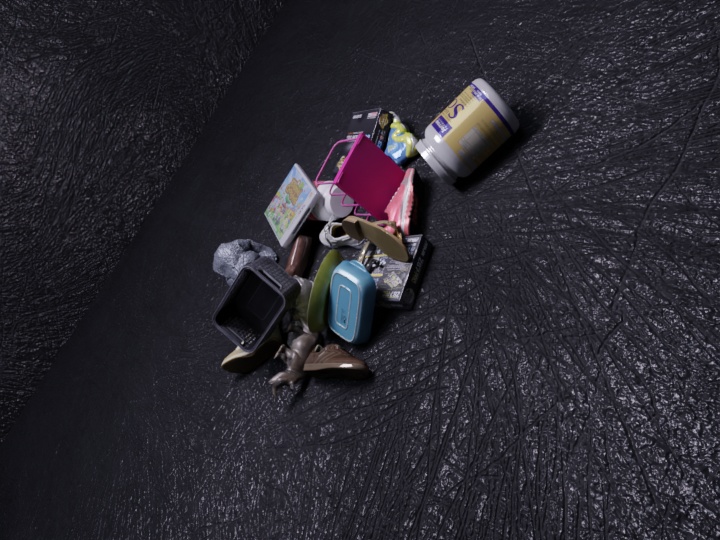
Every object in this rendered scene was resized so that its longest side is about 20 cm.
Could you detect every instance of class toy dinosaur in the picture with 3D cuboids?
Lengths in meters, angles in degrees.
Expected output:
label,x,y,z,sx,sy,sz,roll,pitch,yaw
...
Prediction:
label,x,y,z,sx,sy,sz,roll,pitch,yaw
toy dinosaur,0.000,0.000,1.215,0.202,0.047,0.088,-60,28,-10

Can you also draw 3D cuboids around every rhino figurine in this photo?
label,x,y,z,sx,sy,sz,roll,pitch,yaw
rhino figurine,-0.157,0.209,1.259,0.202,0.086,0.060,-67,9,-26

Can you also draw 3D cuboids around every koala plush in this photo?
label,x,y,z,sx,sy,sz,roll,pitch,yaw
koala plush,-0.332,0.018,1.577,0.178,0.183,0.200,-49,47,8

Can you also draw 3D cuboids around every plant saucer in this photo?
label,x,y,z,sx,sy,sz,roll,pitch,yaw
plant saucer,-0.071,0.053,1.245,0.031,0.201,0.203,15,69,13

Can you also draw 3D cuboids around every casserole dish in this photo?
label,x,y,z,sx,sy,sz,roll,pitch,yaw
casserole dish,-0.026,0.075,1.167,0.120,0.038,0.203,30,125,36

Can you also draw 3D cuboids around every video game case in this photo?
label,x,y,z,sx,sy,sz,roll,pitch,yaw
video game case,-0.198,-0.187,1.515,0.183,0.022,0.201,-54,38,16

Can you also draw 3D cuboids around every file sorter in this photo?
label,x,y,z,sx,sy,sz,roll,pitch,yaw
file sorter,0.008,-0.218,1.331,0.125,0.199,0.141,11,69,55

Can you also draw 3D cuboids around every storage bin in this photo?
label,x,y,z,sx,sy,sz,roll,pitch,yaw
storage bin,-0.255,0.083,1.306,0.201,0.135,0.094,-53,-4,25

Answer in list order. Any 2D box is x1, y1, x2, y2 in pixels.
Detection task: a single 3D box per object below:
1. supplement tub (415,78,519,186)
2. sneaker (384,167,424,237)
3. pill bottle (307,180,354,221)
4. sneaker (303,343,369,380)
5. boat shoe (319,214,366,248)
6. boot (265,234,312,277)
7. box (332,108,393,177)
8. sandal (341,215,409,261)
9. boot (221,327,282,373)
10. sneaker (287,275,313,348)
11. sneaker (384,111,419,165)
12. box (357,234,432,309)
label,x,y,z,sx,sy,sz,roll,pitch,yaw
supplement tub,0.233,-0.302,1.179,0.200,0.145,0.146,-42,37,16
sneaker,0.097,-0.164,1.270,0.085,0.074,0.203,-6,56,27
pill bottle,-0.108,-0.199,1.522,0.199,0.112,0.114,11,70,53
sneaker,-0.054,0.194,1.177,0.198,0.070,0.077,-10,53,45
boat shoe,-0.064,-0.104,1.416,0.201,0.086,0.075,14,72,53
boot,-0.188,-0.026,1.440,0.063,0.187,0.203,15,68,11
box,0.002,-0.351,1.510,0.199,0.049,0.202,28,101,62
sandal,0.050,-0.092,1.201,0.069,0.078,0.210,-41,44,-25
boot,-0.297,0.183,1.468,0.198,0.072,0.156,-31,42,20
sneaker,-0.167,0.106,1.369,0.074,0.082,0.203,-25,45,35
sneaker,0.090,-0.355,1.451,0.105,0.075,0.201,-44,37,15
box,0.059,0.003,1.219,0.198,0.049,0.163,-2,59,49
